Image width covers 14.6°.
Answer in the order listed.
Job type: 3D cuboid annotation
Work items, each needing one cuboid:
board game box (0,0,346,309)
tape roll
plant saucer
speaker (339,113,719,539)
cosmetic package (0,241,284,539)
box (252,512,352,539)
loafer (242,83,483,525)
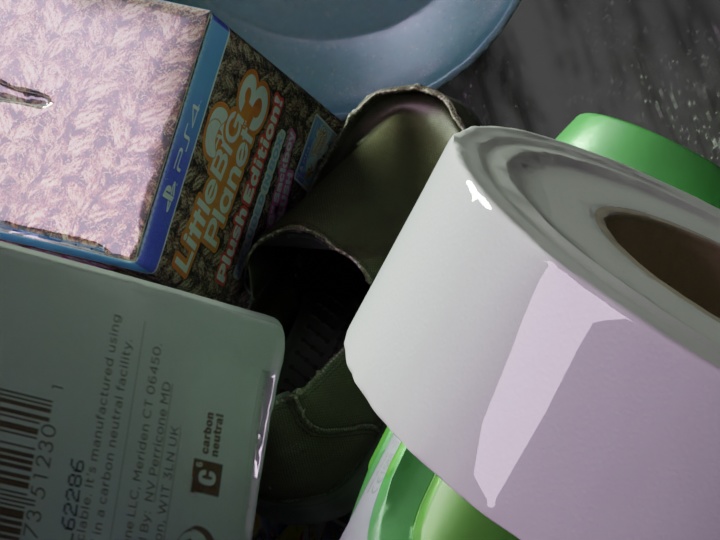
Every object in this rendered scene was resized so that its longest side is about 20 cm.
[{"bbox_3d":[-0.104,-0.042,1.120,0.159,0.200,0.097,14,81,22],"label":"board game box"},{"bbox_3d":[0.099,0.037,0.815,0.071,0.202,0.202,-62,31,14],"label":"tape roll"},{"bbox_3d":[-0.023,-0.159,1.155,0.200,0.200,0.036,-52,9,28],"label":"plant saucer"},{"bbox_3d":[0.061,0.051,0.956,0.088,0.088,0.200,17,78,60],"label":"speaker"},{"bbox_3d":[-0.159,0.082,1.009,0.200,0.166,0.167,-2,76,50],"label":"cosmetic package"},{"bbox_3d":[-0.004,0.141,1.078,0.137,0.038,0.200,-51,36,30],"label":"box"},{"bbox_3d":[0.000,0.000,1.075,0.075,0.070,0.200,1,52,23],"label":"loafer"}]
